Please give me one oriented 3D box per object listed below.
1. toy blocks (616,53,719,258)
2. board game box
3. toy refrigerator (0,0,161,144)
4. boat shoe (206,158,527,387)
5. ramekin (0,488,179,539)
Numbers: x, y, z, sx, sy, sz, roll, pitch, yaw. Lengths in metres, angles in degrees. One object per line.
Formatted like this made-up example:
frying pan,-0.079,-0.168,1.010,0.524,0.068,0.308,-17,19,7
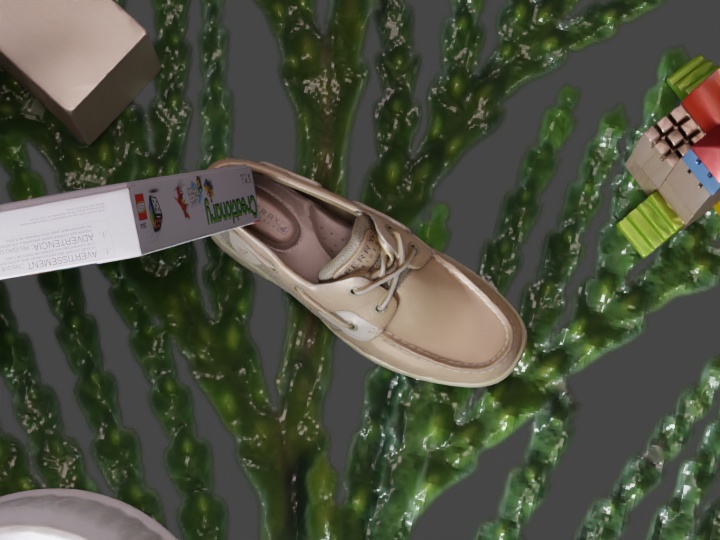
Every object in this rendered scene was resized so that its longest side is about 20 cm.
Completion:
toy blocks,0.225,-0.096,0.987,0.200,0.137,0.100,-37,82,-6
board game box,-0.136,-0.022,0.898,0.126,0.200,0.035,-9,94,13
toy refrigerator,-0.205,-0.168,1.030,0.200,0.076,0.070,41,83,7
boat shoe,0.000,0.000,1.006,0.200,0.065,0.072,31,82,5
ramekin,-0.167,0.211,0.950,0.200,0.105,0.201,0,80,0
